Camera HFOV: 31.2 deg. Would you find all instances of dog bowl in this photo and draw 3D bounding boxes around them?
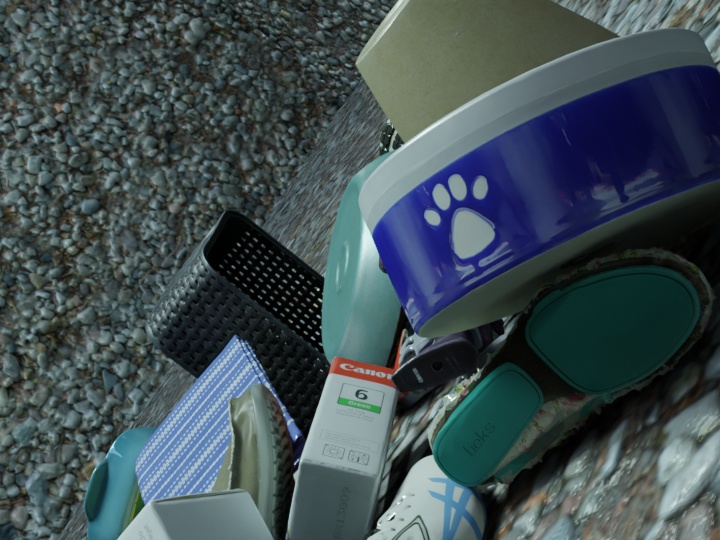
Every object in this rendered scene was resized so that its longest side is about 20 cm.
[{"bbox_3d":[0.103,-0.040,0.672,0.198,0.080,0.200,-23,-11,-5],"label":"dog bowl"}]

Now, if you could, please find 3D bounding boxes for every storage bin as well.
[{"bbox_3d":[-0.078,0.057,1.147,0.094,0.199,0.136,-49,10,22],"label":"storage bin"}]

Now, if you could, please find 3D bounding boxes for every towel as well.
[{"bbox_3d":[-0.111,0.142,0.986,0.145,0.024,0.200,-49,26,3],"label":"towel"}]

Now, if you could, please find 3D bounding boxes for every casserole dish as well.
[{"bbox_3d":[-0.160,0.210,1.156,0.038,0.199,0.123,11,84,40],"label":"casserole dish"}]

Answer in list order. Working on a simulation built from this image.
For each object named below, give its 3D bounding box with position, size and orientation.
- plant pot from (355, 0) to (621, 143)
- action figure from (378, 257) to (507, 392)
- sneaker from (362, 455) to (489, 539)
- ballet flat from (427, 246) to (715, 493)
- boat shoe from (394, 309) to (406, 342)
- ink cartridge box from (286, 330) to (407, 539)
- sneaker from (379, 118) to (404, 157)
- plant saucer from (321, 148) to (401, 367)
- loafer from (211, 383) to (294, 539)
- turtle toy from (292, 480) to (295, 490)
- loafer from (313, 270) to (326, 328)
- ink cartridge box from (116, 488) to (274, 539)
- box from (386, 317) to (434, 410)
[{"bbox_3d":[0.100,-0.118,0.903,0.188,0.199,0.188,-52,9,11],"label":"plant pot"},{"bbox_3d":[0.061,0.022,0.852,0.069,0.130,0.201,-38,21,16],"label":"action figure"},{"bbox_3d":[0.020,0.157,0.686,0.072,0.072,0.201,-50,8,28],"label":"sneaker"},{"bbox_3d":[0.108,0.044,0.677,0.200,0.076,0.064,-42,-3,37],"label":"ballet flat"},{"bbox_3d":[0.027,0.033,1.127,0.072,0.068,0.201,-47,11,32],"label":"boat shoe"},{"bbox_3d":[-0.009,0.124,0.849,0.200,0.050,0.110,-74,-5,-66],"label":"ink cartridge box"},{"bbox_3d":[0.068,-0.093,1.216,0.088,0.077,0.202,-24,-34,-28],"label":"sneaker"},{"bbox_3d":[0.000,0.000,1.032,0.200,0.035,0.203,-172,90,-79],"label":"plant saucer"},{"bbox_3d":[-0.084,0.176,0.854,0.075,0.068,0.203,40,-128,-81],"label":"loafer"},{"bbox_3d":[-0.108,0.197,1.070,0.146,0.101,0.200,-49,18,14],"label":"turtle toy"},{"bbox_3d":[-0.015,0.039,1.322,0.076,0.068,0.200,-51,9,10],"label":"loafer"},{"bbox_3d":[-0.115,0.250,0.755,0.083,0.147,0.200,4,-46,-51],"label":"ink cartridge box"},{"bbox_3d":[0.084,0.009,1.032,0.110,0.035,0.201,-45,13,46],"label":"box"}]
